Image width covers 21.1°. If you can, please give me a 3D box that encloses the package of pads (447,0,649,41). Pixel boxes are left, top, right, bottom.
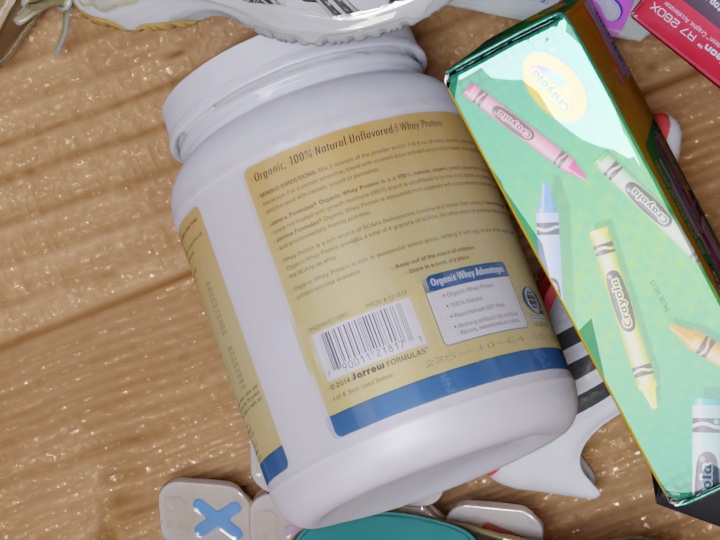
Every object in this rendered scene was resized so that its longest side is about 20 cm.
[{"bbox_3d":[0.053,-0.190,0.853,0.199,0.068,0.155,12,132,3],"label":"package of pads"}]

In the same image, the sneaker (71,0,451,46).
[{"bbox_3d":[-0.045,-0.149,0.814,0.199,0.076,0.088,0,133,17],"label":"sneaker"}]

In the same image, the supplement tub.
[{"bbox_3d":[0.000,0.000,0.866,0.144,0.145,0.201,-22,78,10],"label":"supplement tub"}]

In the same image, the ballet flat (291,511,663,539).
[{"bbox_3d":[0.063,0.159,0.917,0.199,0.069,0.063,5,142,6],"label":"ballet flat"}]

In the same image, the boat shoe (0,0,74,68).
[{"bbox_3d":[-0.128,-0.169,0.899,0.063,0.073,0.200,35,103,0],"label":"boat shoe"}]

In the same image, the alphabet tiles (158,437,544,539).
[{"bbox_3d":[-0.007,0.166,0.971,0.195,0.015,0.201,4,112,10],"label":"alphabet tiles"}]

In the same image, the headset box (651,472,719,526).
[{"bbox_3d":[0.256,0.068,0.913,0.199,0.075,0.149,19,104,1],"label":"headset box"}]

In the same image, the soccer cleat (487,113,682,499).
[{"bbox_3d":[0.118,0.020,0.925,0.085,0.069,0.201,22,107,-8],"label":"soccer cleat"}]

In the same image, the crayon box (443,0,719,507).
[{"bbox_3d":[0.113,-0.014,0.815,0.058,0.119,0.200,-27,95,15],"label":"crayon box"}]

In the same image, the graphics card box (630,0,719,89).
[{"bbox_3d":[0.220,-0.145,0.790,0.125,0.051,0.200,40,110,7],"label":"graphics card box"}]
